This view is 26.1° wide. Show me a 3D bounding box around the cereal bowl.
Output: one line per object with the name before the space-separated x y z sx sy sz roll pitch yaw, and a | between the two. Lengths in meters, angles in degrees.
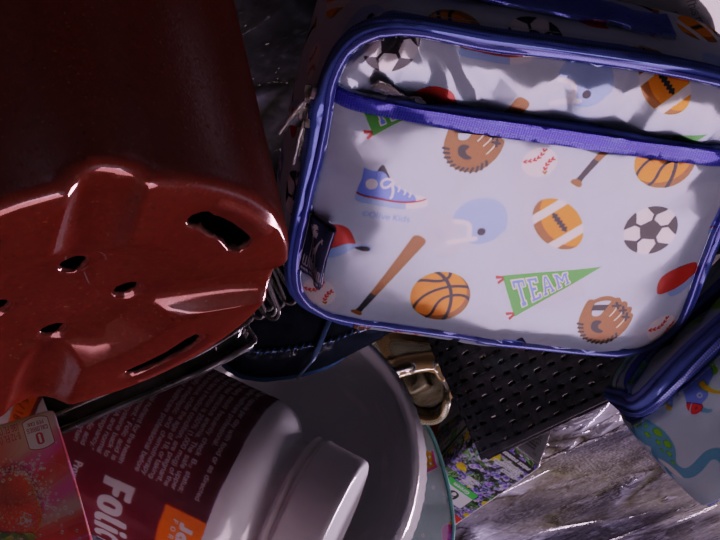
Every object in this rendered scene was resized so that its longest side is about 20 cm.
cereal bowl | -0.051 0.128 0.977 0.198 0.202 0.083 -23 163 8

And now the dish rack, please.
dish rack | -0.065 0.008 0.800 0.153 0.055 0.199 -23 -174 44

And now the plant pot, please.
plant pot | -0.120 -0.070 0.518 0.198 0.197 0.201 -17 156 -8

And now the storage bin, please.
storage bin | 0.140 0.047 1.026 0.134 0.095 0.200 -28 171 18

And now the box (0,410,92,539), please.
box | -0.226 0.153 0.732 0.198 0.104 0.095 -14 158 -18

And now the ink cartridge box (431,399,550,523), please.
ink cartridge box | 0.081 0.138 1.215 0.050 0.110 0.200 35 138 -10

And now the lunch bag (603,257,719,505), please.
lunch bag | 0.209 0.017 0.735 0.200 0.083 0.161 -43 177 5

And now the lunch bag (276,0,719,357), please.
lunch bag | 0.060 -0.047 0.652 0.197 0.076 0.162 7 127 -12

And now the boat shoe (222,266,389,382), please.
boat shoe | 0.000 0.000 0.924 0.199 0.085 0.069 -26 162 -30

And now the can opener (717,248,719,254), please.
can opener | 0.109 -0.042 0.835 0.198 0.053 0.067 4 143 26

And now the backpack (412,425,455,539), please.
backpack | -0.031 0.166 1.105 0.198 0.178 0.154 -4 151 -22

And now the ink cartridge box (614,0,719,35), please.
ink cartridge box | 0.126 -0.098 0.720 0.198 0.088 0.146 -26 127 16

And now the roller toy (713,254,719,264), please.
roller toy | 0.255 -0.023 0.908 0.181 0.140 0.202 -18 113 21

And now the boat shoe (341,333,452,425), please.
boat shoe | 0.041 0.074 1.091 0.071 0.077 0.199 -36 153 28

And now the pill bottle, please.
pill bottle | -0.103 0.110 0.885 0.198 0.115 0.114 24 156 10
